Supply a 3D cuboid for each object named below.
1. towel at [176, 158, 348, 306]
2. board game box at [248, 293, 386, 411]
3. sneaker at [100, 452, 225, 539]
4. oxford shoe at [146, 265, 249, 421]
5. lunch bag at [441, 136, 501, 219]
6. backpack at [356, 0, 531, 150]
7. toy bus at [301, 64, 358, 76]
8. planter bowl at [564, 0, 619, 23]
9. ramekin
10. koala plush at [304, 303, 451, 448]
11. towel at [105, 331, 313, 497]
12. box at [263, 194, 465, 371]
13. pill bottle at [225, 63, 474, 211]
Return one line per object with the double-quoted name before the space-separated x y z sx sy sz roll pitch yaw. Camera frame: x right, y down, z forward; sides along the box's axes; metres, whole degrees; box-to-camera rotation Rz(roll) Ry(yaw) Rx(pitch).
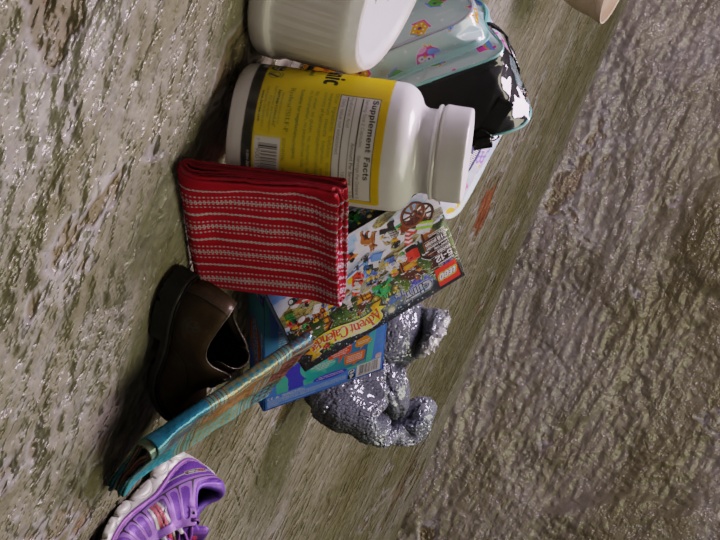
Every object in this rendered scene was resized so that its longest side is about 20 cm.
"towel" -0.082 -0.029 1.312 0.200 0.144 0.023 91 7 -60
"board game box" -0.045 0.055 1.639 0.152 0.045 0.200 -18 142 -19
"sneaker" -0.201 0.260 1.506 0.200 0.083 0.081 -53 162 -42
"oxford shoe" -0.148 0.087 1.396 0.073 0.084 0.200 -58 168 -36
"lunch bag" 0.094 -0.153 1.794 0.170 0.127 0.200 -61 175 4
"backpack" 0.065 -0.201 1.507 0.200 0.175 0.154 -89 155 -69
"toy bus" -0.045 -0.112 1.450 0.065 0.078 0.200 -57 165 -32
"planter bowl" 0.328 -0.476 2.187 0.201 0.134 0.200 -60 167 -23
"ramekin" -0.009 -0.260 1.283 0.203 0.094 0.203 -59 166 -24
"koala plush" 0.027 0.114 1.994 0.201 0.177 0.184 -64 158 12
"towel" -0.139 0.136 1.415 0.200 0.022 0.147 -33 172 -31
"box" 0.000 0.000 1.542 0.200 0.038 0.137 -31 133 -8
"pill bottle" -0.007 -0.110 1.287 0.111 0.199 0.112 9 90 -84
